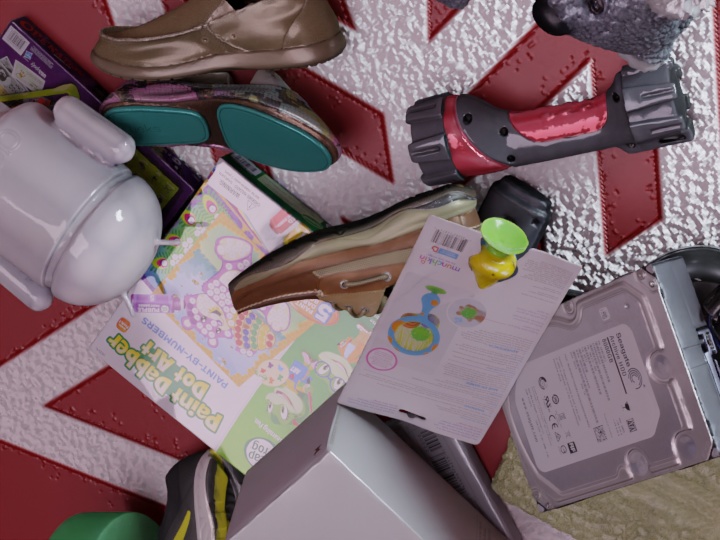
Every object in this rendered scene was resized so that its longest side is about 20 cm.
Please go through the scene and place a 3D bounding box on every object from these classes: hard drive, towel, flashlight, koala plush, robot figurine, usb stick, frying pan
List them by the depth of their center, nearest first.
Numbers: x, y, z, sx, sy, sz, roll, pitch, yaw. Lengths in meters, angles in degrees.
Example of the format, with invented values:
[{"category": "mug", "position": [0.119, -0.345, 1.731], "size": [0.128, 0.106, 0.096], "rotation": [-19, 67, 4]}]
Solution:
[{"category": "koala plush", "position": [0.152, -0.225, 1.340], "size": [0.184, 0.177, 0.200], "rotation": [-41, 82, -16]}, {"category": "hard drive", "position": [0.174, 0.085, 1.427], "size": [0.200, 0.038, 0.140], "rotation": [-26, 80, 52]}, {"category": "flashlight", "position": [0.135, -0.111, 1.451], "size": [0.199, 0.068, 0.068], "rotation": [-12, 70, 21]}, {"category": "frying pan", "position": [0.216, 0.020, 1.470], "size": [0.189, 0.031, 0.115], "rotation": [28, 111, -4]}, {"category": "usb stick", "position": [0.083, 0.024, 1.521], "size": [0.055, 0.033, 0.201], "rotation": [34, 111, 22]}, {"category": "towel", "position": [0.208, 0.152, 1.526], "size": [0.199, 0.036, 0.149], "rotation": [23, 114, 11]}, {"category": "robot figurine", "position": [-0.235, -0.050, 1.545], "size": [0.200, 0.113, 0.170], "rotation": [35, 118, 7]}]

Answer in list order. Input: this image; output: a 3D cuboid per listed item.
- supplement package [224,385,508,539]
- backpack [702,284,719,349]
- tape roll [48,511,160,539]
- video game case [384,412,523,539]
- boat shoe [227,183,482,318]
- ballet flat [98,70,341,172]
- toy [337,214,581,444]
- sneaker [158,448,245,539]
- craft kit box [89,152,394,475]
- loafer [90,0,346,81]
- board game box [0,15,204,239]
[{"category": "supplement package", "position": [0.012, 0.210, 1.523], "size": [0.117, 0.117, 0.200], "rotation": [-41, 102, 20]}, {"category": "backpack", "position": [0.366, 0.032, 1.364], "size": [0.200, 0.147, 0.183], "rotation": [46, 121, 11]}, {"category": "tape roll", "position": [-0.203, 0.297, 1.631], "size": [0.048, 0.200, 0.202], "rotation": [-3, 106, 20]}, {"category": "video game case", "position": [0.038, 0.222, 1.619], "size": [0.181, 0.023, 0.201], "rotation": [-25, 98, 25]}, {"category": "boat shoe", "position": [0.000, 0.000, 1.489], "size": [0.199, 0.076, 0.074], "rotation": [-20, 97, 14]}, {"category": "ballet flat", "position": [-0.102, -0.123, 1.528], "size": [0.199, 0.071, 0.069], "rotation": [7, 140, 20]}, {"category": "toy", "position": [0.070, 0.036, 1.458], "size": [0.115, 0.047, 0.200], "rotation": [18, 135, -9]}, {"category": "sneaker", "position": [-0.123, 0.242, 1.633], "size": [0.084, 0.074, 0.201], "rotation": [-9, 73, 52]}, {"category": "craft kit box", "position": [-0.081, 0.044, 1.579], "size": [0.200, 0.049, 0.198], "rotation": [38, 111, 5]}, {"category": "loafer", "position": [-0.109, -0.184, 1.512], "size": [0.199, 0.076, 0.068], "rotation": [-3, 104, 12]}, {"category": "board game box", "position": [-0.232, -0.093, 1.608], "size": [0.200, 0.032, 0.120], "rotation": [43, 112, 3]}]
